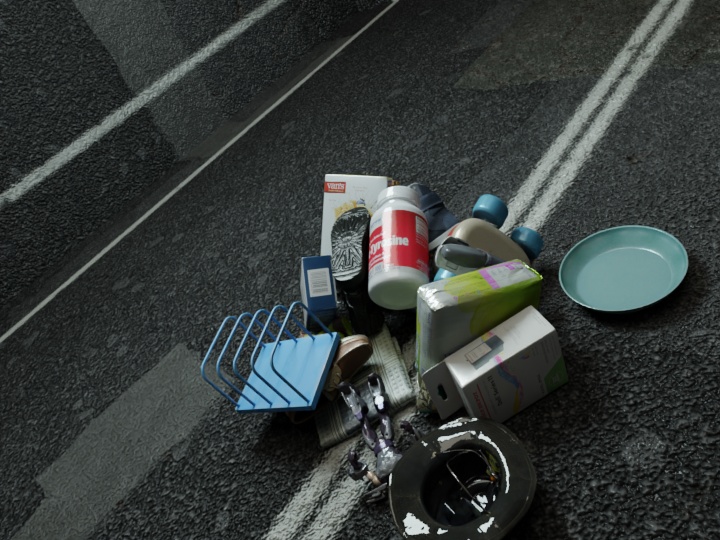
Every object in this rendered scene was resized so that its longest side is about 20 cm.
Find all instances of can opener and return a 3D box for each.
[{"bbox_3d":[0.209,0.006,0.911,0.055,0.194,0.067,-63,16,16],"label":"can opener"}]

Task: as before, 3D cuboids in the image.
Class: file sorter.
[{"bbox_3d":[-0.159,0.148,0.978,0.195,0.123,0.142,-14,41,38],"label":"file sorter"}]

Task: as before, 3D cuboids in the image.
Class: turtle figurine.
[{"bbox_3d":[-0.092,0.141,1.097,0.158,0.066,0.200,-27,10,21],"label":"turtle figurine"}]

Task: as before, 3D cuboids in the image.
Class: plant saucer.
[{"bbox_3d":[0.429,0.005,0.935,0.194,0.037,0.203,-21,34,14],"label":"plant saucer"}]

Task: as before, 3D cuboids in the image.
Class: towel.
[{"bbox_3d":[-0.004,0.204,1.030,0.188,0.035,0.202,-30,35,6],"label":"towel"}]

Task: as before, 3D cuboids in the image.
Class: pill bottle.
[{"bbox_3d":[0.069,-0.044,1.029,0.109,0.112,0.207,-13,57,24],"label":"pill bottle"}]

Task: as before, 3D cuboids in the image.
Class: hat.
[{"bbox_3d":[0.135,0.296,0.746,0.193,0.083,0.204,-13,35,9],"label":"hat"}]

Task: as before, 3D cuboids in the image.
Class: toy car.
[{"bbox_3d":[0.204,-0.004,1.057,0.188,0.175,0.199,-57,12,-17],"label":"toy car"}]

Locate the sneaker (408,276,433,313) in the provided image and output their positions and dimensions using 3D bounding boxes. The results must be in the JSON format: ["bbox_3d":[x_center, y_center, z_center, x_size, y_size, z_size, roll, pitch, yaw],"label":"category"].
[{"bbox_3d":[0.117,0.044,1.091,0.073,0.084,0.200,-35,31,-7],"label":"sneaker"}]

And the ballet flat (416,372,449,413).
[{"bbox_3d":[0.129,0.151,0.963,0.074,0.068,0.203,-29,28,41],"label":"ballet flat"}]

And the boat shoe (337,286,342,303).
[{"bbox_3d":[-0.016,0.035,1.222,0.195,0.077,0.062,16,41,37],"label":"boat shoe"}]

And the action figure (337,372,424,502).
[{"bbox_3d":[0.030,0.258,0.869,0.126,0.070,0.203,-24,47,-2],"label":"action figure"}]

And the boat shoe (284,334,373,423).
[{"bbox_3d":[-0.052,0.195,0.993,0.199,0.076,0.072,-41,37,7],"label":"boat shoe"}]

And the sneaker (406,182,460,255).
[{"bbox_3d":[0.104,-0.087,1.155,0.199,0.148,0.077,-31,-12,-30],"label":"sneaker"}]

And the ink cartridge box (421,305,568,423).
[{"bbox_3d":[0.199,0.158,0.838,0.196,0.119,0.068,-31,34,-1],"label":"ink cartridge box"}]

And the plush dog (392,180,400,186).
[{"bbox_3d":[0.058,-0.099,1.242,0.157,0.175,0.202,4,44,40],"label":"plush dog"}]

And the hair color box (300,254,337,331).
[{"bbox_3d":[-0.084,0.050,1.120,0.058,0.201,0.104,-5,75,-9],"label":"hair color box"}]

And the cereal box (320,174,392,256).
[{"bbox_3d":[-0.011,-0.089,1.159,0.139,0.209,0.039,5,6,23],"label":"cereal box"}]

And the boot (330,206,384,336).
[{"bbox_3d":[-0.002,0.001,1.093,0.076,0.160,0.216,-8,45,17],"label":"boot"}]

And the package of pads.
[{"bbox_3d":[0.179,0.078,0.869,0.193,0.159,0.068,-15,34,-17],"label":"package of pads"}]
